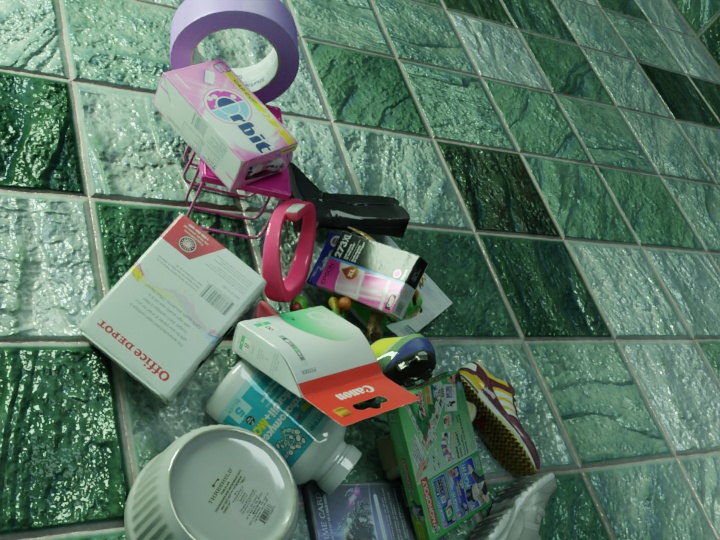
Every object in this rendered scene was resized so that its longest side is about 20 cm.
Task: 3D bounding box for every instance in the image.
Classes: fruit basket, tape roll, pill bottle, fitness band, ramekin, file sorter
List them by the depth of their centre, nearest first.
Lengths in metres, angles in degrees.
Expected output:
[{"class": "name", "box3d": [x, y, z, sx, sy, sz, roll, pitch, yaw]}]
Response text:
[{"class": "ramekin", "box3d": [-0.168, 0.279, 0.984, 0.200, 0.105, 0.200, 19, 45, -20]}, {"class": "pill bottle", "box3d": [-0.096, 0.203, 1.091, 0.200, 0.111, 0.111, 39, 42, 3]}, {"class": "fitness band", "box3d": [-0.105, -0.031, 1.240, 0.037, 0.144, 0.200, 9, 14, 9]}, {"class": "tape roll", "box3d": [-0.197, -0.347, 1.306, 0.200, 0.200, 0.066, 12, 52, -26]}, {"class": "file sorter", "box3d": [-0.206, -0.166, 1.326, 0.139, 0.125, 0.200, 11, 48, -25]}, {"class": "fruit basket", "box3d": [0.049, 0.023, 1.386, 0.185, 0.094, 0.200, 46, 27, 8]}]

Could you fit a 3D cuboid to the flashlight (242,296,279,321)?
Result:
[{"class": "flashlight", "box3d": [-0.179, 0.046, 1.190, 0.200, 0.068, 0.068, 40, 39, 23]}]

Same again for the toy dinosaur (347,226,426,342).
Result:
[{"class": "toy dinosaur", "box3d": [0.040, 0.012, 1.266, 0.106, 0.060, 0.200, 5, 63, -13]}]

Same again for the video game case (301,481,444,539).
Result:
[{"class": "video game case", "box3d": [0.025, 0.354, 1.116, 0.200, 0.019, 0.143, 7, 51, -29]}]

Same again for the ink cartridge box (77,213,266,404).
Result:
[{"class": "ink cartridge box", "box3d": [-0.243, 0.052, 1.086, 0.146, 0.083, 0.200, 39, 71, 0]}]

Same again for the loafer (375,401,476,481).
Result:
[{"class": "loafer", "box3d": [0.098, 0.233, 1.227, 0.200, 0.076, 0.068, -27, 79, -45]}]

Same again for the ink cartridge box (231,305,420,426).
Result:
[{"class": "ink cartridge box", "box3d": [-0.039, 0.114, 1.057, 0.200, 0.050, 0.161, 26, 21, 34]}]

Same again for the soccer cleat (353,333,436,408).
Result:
[{"class": "soccer cleat", "box3d": [0.007, 0.139, 1.163, 0.200, 0.065, 0.084, -16, 32, -3]}]

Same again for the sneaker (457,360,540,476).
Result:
[{"class": "sneaker", "box3d": [0.229, 0.229, 1.322, 0.090, 0.075, 0.200, -26, 72, -39]}]

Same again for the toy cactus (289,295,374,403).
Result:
[{"class": "toy cactus", "box3d": [-0.057, 0.126, 1.214, 0.165, 0.102, 0.200, -29, 82, -35]}]

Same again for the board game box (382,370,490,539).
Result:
[{"class": "board game box", "box3d": [0.109, 0.255, 1.156, 0.134, 0.029, 0.200, -16, 94, -41]}]

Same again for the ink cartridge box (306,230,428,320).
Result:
[{"class": "ink cartridge box", "box3d": [0.000, 0.000, 1.250, 0.200, 0.095, 0.037, 19, -10, 41]}]

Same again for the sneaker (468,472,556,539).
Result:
[{"class": "sneaker", "box3d": [0.232, 0.371, 1.219, 0.200, 0.075, 0.082, -34, 92, -40]}]

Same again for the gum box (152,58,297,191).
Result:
[{"class": "gum box", "box3d": [-0.197, -0.215, 1.232, 0.200, 0.066, 0.113, 48, 45, 13]}]

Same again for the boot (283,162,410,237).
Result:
[{"class": "boot", "box3d": [-0.032, -0.122, 1.421, 0.200, 0.066, 0.165, -2, 46, -23]}]
